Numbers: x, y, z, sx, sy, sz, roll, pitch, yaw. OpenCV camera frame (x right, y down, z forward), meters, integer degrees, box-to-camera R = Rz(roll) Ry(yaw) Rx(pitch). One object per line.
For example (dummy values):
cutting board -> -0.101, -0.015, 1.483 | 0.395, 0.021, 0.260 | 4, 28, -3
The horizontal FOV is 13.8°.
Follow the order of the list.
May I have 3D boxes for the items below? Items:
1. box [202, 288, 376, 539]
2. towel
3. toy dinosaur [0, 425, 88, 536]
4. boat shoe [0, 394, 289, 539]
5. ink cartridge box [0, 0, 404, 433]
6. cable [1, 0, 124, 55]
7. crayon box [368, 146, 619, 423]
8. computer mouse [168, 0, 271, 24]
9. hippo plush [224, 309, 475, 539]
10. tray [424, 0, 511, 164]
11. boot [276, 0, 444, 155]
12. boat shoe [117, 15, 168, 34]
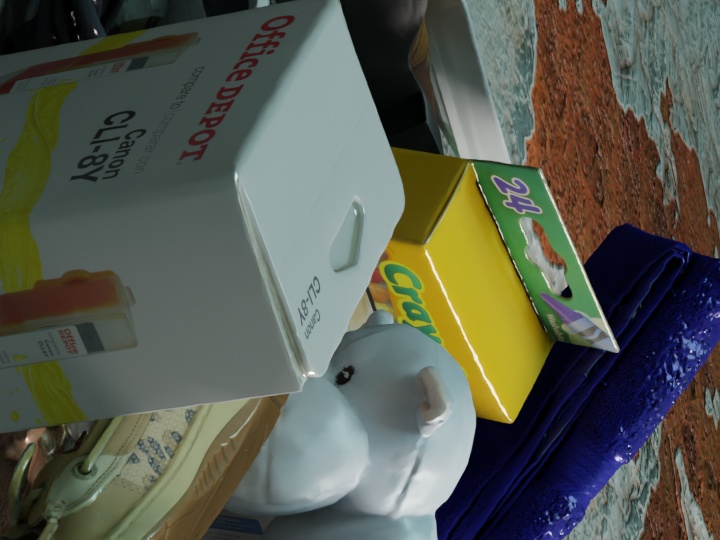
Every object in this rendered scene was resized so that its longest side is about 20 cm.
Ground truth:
box -> -0.053, 0.028, 1.252 | 0.060, 0.116, 0.201 | -48, 132, -40
towel -> 0.084, 0.063, 1.361 | 0.050, 0.200, 0.148 | 40, -4, -16
toy dinosaur -> -0.131, 0.108, 1.068 | 0.136, 0.086, 0.200 | 71, 26, -46
boat shoe -> -0.084, 0.075, 1.008 | 0.200, 0.063, 0.073 | -54, 168, -51
ink cartridge box -> -0.101, -0.016, 1.014 | 0.145, 0.199, 0.084 | -65, 142, -58
cable -> -0.093, -0.124, 1.152 | 0.200, 0.051, 0.164 | -51, -165, 53
crayon box -> 0.000, 0.000, 1.293 | 0.052, 0.199, 0.126 | -60, 143, -29
computer mouse -> -0.060, -0.141, 1.273 | 0.110, 0.044, 0.201 | 92, -2, -55
hippo plush -> 0.001, 0.108, 1.145 | 0.159, 0.199, 0.161 | -125, -142, -61
tray -> 0.034, -0.117, 1.462 | 0.108, 0.022, 0.200 | 61, -4, 28
boot -> -0.007, -0.153, 1.352 | 0.200, 0.068, 0.189 | -104, 172, -48
boat shoe -> -0.045, -0.058, 1.390 | 0.200, 0.068, 0.075 | 48, 36, -60
